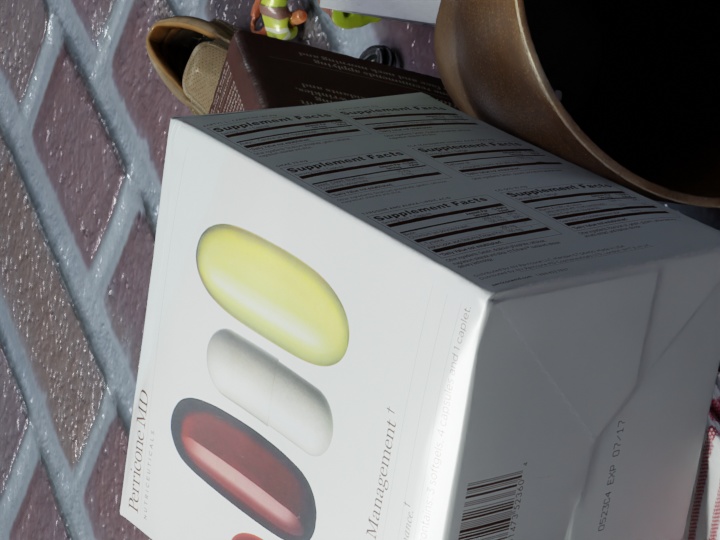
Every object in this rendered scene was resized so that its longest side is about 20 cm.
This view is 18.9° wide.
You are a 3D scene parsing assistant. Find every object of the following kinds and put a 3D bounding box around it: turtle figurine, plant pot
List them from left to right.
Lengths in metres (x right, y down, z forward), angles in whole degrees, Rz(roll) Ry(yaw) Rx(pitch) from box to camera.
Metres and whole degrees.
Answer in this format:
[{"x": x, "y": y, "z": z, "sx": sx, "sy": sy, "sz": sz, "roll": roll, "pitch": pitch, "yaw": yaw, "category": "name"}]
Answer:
[{"x": -0.034, "y": -0.224, "z": 1.342, "sx": 0.161, "sy": 0.064, "sz": 0.201, "roll": 43, "pitch": 123, "yaw": 53, "category": "turtle figurine"}, {"x": 0.114, "y": -0.115, "z": 0.994, "sx": 0.200, "sy": 0.186, "sz": 0.188, "roll": 171, "pitch": 101, "yaw": -69, "category": "plant pot"}]

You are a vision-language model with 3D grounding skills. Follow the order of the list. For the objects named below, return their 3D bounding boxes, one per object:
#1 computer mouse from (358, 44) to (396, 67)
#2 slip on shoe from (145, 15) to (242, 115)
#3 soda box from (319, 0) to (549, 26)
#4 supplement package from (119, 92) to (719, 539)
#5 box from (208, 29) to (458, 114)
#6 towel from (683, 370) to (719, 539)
[{"x": -0.029, "y": -0.069, "z": 1.359, "sx": 0.200, "sy": 0.034, "sz": 0.059, "roll": -45, "pitch": 31, "yaw": 42, "category": "computer mouse"}, {"x": -0.085, "y": -0.119, "z": 1.396, "sx": 0.076, "sy": 0.060, "sz": 0.200, "roll": -60, "pitch": 30, "yaw": 14, "category": "slip on shoe"}, {"x": 0.054, "y": -0.166, "z": 1.188, "sx": 0.200, "sy": 0.063, "sz": 0.069, "roll": 18, "pitch": 103, "yaw": 58, "category": "soda box"}, {"x": 0.022, "y": 0.049, "z": 0.895, "sx": 0.200, "sy": 0.147, "sz": 0.192, "roll": 29, "pitch": 118, "yaw": 44, "category": "supplement package"}, {"x": 0.000, "y": 0.000, "z": 1.121, "sx": 0.200, "sy": 0.165, "sz": 0.165, "roll": -111, "pitch": 37, "yaw": -61, "category": "box"}, {"x": 0.137, "y": 0.079, "z": 0.953, "sx": 0.147, "sy": 0.030, "sz": 0.200, "roll": 91, "pitch": 160, "yaw": -47, "category": "towel"}]
